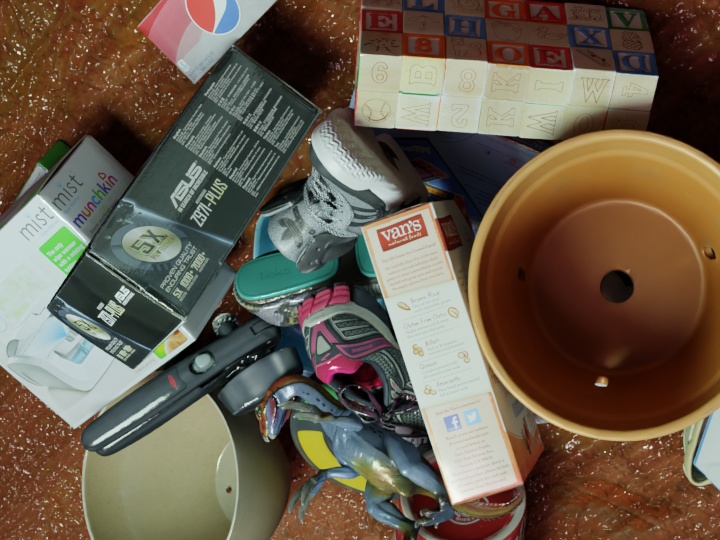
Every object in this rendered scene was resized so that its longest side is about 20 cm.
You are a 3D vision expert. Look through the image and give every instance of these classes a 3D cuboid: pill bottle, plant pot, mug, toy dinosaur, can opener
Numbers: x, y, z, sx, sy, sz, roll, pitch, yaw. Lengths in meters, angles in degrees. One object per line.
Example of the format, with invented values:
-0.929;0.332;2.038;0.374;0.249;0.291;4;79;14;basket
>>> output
0.164;0.058;1.174;0.199;0.115;0.115;-9;122;19;pill bottle
0.178;0.009;1.040;0.199;0.140;0.202;0;90;9;plant pot
0.077;0.268;1.323;0.133;0.178;0.201;22;142;17;mug
-0.142;0.195;1.401;0.199;0.134;0.202;-4;83;37;plant pot
0.000;0.156;1.247;0.105;0.199;0.182;-57;49;28;toy dinosaur
-0.149;0.100;1.289;0.199;0.079;0.063;-27;152;-2;can opener

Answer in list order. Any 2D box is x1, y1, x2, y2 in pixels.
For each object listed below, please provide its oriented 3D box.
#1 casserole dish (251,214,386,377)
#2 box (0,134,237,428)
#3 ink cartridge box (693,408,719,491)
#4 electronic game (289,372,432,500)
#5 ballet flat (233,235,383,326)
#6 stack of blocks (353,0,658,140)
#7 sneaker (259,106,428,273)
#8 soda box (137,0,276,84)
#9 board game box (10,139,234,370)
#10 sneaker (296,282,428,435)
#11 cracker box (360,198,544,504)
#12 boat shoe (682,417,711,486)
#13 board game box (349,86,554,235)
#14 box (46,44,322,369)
-0.030;0.013;1.287;0.120;0.039;0.201;16;130;13;casserole dish
-0.238;0.012;1.289;0.176;0.097;0.200;44;132;-15;box
0.348;0.089;1.107;0.068;0.199;0.117;46;143;36;ink cartridge box
0.037;0.137;1.320;0.199;0.042;0.201;3;135;3;electronic game
0.000;0.000;1.200;0.199;0.072;0.072;-14;120;16;ballet flat
0.097;-0.149;1.045;0.199;0.116;0.059;5;131;-1;stack of blocks
-0.022;-0.051;1.091;0.114;0.200;0.076;-35;80;10;sneaker
-0.077;-0.225;1.098;0.063;0.070;0.200;44;131;-9;soda box
-0.229;-0.002;1.365;0.200;0.040;0.153;38;132;-7;board game box
0.017;0.090;1.196;0.080;0.075;0.200;-29;138;23;sneaker
0.069;0.052;1.072;0.057;0.134;0.201;-19;90;14;cracker box
0.302;0.086;1.172;0.073;0.063;0.201;26;132;4;boat shoe
0.079;-0.077;1.177;0.199;0.019;0.103;24;131;6;board game box
-0.135;-0.044;1.134;0.086;0.201;0.164;35;156;-9;box
